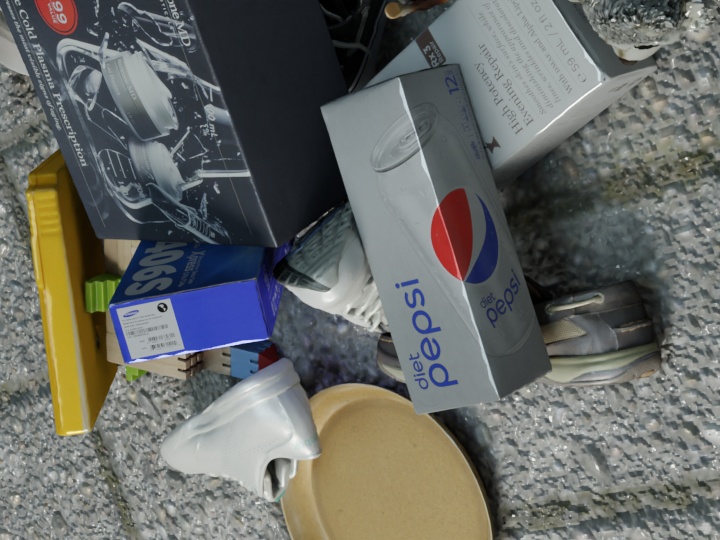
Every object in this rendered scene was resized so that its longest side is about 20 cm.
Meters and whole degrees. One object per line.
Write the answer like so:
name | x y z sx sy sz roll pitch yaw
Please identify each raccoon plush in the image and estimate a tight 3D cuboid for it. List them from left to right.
raccoon plush | 0.166 -0.209 0.773 0.097 0.134 0.200 11 111 39

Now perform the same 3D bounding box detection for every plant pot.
plant pot | 0.021 0.176 1.087 0.200 0.027 0.200 13 112 36

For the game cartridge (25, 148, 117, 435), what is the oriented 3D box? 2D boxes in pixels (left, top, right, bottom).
game cartridge | -0.229 0.010 1.165 0.032 0.176 0.200 -7 102 -1

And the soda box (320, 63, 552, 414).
soda box | 0.046 -0.019 0.887 0.068 0.063 0.200 -14 94 41

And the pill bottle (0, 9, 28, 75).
pill bottle | -0.222 -0.249 1.105 0.112 0.112 0.200 38 125 25

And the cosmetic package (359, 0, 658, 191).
cosmetic package | 0.076 -0.109 0.923 0.200 0.074 0.102 -40 77 39

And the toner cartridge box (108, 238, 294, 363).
toner cartridge box | -0.099 -0.006 0.974 0.095 0.200 0.043 -9 111 6

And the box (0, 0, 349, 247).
box | -0.114 -0.127 0.936 0.182 0.104 0.200 2 121 42

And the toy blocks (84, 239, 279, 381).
toy blocks | -0.127 0.006 1.128 0.137 0.100 0.200 11 111 25

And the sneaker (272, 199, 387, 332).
sneaker | 0.000 0.000 0.965 0.075 0.200 0.087 -39 91 10

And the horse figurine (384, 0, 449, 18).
horse figurine | 0.085 -0.213 0.865 0.050 0.133 0.200 50 118 8

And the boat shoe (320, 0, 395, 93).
boat shoe | -0.017 -0.172 0.984 0.074 0.068 0.199 49 129 18

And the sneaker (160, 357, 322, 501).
sneaker | -0.089 0.139 1.117 0.089 0.075 0.200 58 149 5

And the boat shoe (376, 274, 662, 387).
boat shoe | 0.100 0.037 0.957 0.200 0.074 0.073 -4 91 32
